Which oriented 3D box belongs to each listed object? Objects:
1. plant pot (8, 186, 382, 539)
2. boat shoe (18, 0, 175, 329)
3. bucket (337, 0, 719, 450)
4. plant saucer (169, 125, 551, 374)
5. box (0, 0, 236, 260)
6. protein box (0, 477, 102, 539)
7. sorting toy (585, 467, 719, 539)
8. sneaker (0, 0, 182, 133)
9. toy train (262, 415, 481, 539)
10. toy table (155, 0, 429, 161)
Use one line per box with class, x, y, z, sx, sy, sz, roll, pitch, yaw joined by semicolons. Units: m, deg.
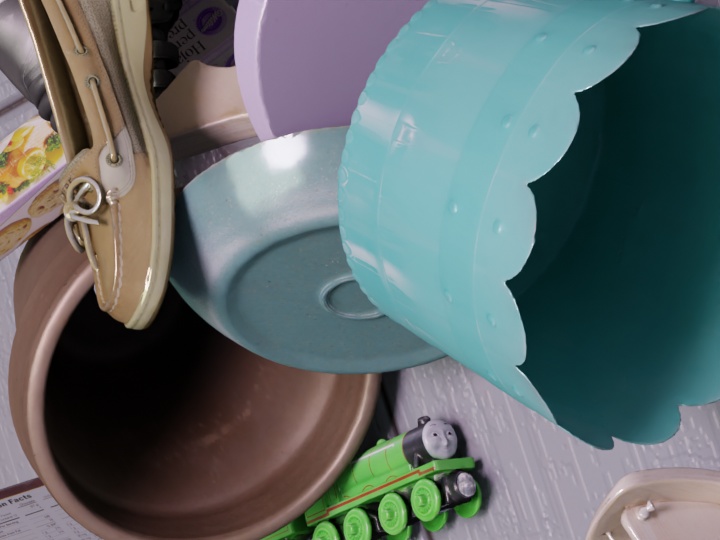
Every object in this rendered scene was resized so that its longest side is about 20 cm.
plant pot;-0.109;0.031;1.631;0.175;0.199;0.201;-139;48;-60
boat shoe;-0.132;-0.067;1.469;0.073;0.063;0.202;137;129;-64
bucket;0.098;-0.035;1.360;0.135;0.206;0.208;25;119;43
plant saucer;0.000;0.000;1.479;0.200;0.199;0.036;-43;41;45
box;-0.145;-0.076;1.629;0.039;0.200;0.041;50;174;28
protein box;-0.175;0.261;1.788;0.200;0.135;0.199;43;130;31
sorting toy;0.179;0.208;1.420;0.200;0.106;0.180;55;142;21
sneaker;-0.103;-0.143;1.587;0.099;0.199;0.071;59;179;7
toy train;-0.005;0.129;1.638;0.200;0.042;0.057;-28;69;47
toy table;-0.020;-0.114;1.494;0.117;0.184;0.200;34;157;44
